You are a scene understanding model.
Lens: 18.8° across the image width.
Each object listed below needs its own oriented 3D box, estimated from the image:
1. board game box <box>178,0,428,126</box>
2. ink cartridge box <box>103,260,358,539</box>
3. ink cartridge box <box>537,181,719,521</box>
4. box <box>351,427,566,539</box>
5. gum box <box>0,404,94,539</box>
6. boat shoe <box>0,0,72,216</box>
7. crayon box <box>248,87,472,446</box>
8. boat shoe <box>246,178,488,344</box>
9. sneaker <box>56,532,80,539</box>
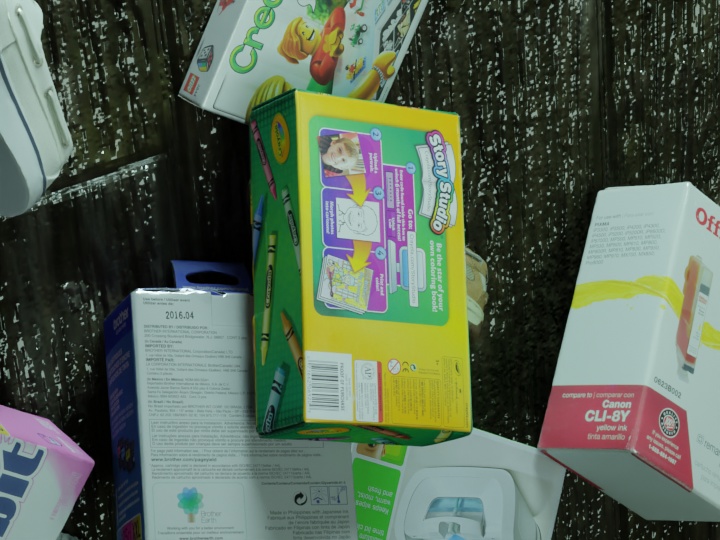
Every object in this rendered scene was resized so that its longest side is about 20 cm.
[{"bbox_3d":[-0.017,-0.176,1.321,0.126,0.035,0.200,17,100,-38],"label":"board game box"},{"bbox_3d":[-0.079,0.085,1.312,0.136,0.076,0.200,2,74,-22],"label":"ink cartridge box"},{"bbox_3d":[0.214,0.057,1.507,0.145,0.083,0.200,33,64,-41],"label":"ink cartridge box"},{"bbox_3d":[0.022,0.183,1.443,0.200,0.097,0.177,22,77,-40],"label":"box"},{"bbox_3d":[-0.258,0.173,1.284,0.113,0.066,0.200,23,96,-40],"label":"gum box"},{"bbox_3d":[-0.208,-0.130,1.195,0.070,0.071,0.200,-51,132,-42],"label":"boat shoe"},{"bbox_3d":[0.000,0.000,1.290,0.119,0.058,0.200,6,76,-33],"label":"crayon box"},{"bbox_3d":[0.008,-0.027,1.395,0.200,0.072,0.076,38,59,-37],"label":"boat shoe"},{"bbox_3d":[-0.164,0.250,1.384,0.114,0.073,0.200,-49,130,-3],"label":"sneaker"}]
